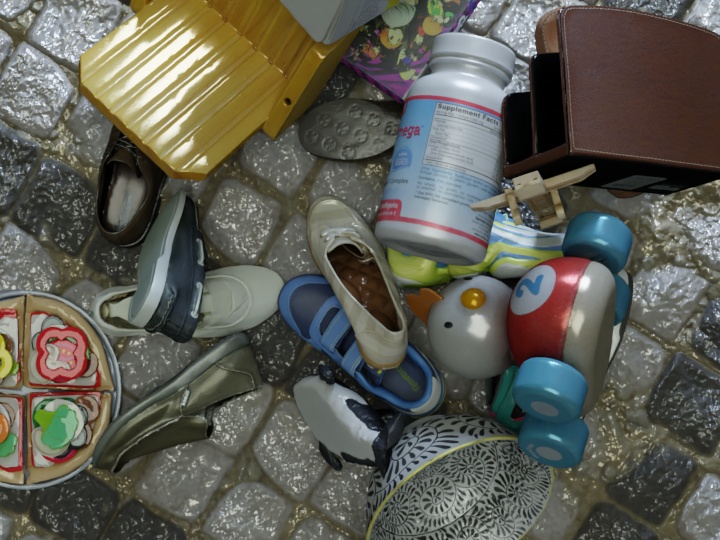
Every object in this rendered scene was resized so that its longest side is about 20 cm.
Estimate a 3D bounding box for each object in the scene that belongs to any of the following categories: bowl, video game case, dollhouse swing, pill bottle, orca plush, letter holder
[{"bbox_3d":[0.080,0.204,1.269,0.199,0.201,0.095,-31,45,0],"label":"bowl"},{"bbox_3d":[0.017,-0.293,1.300,0.199,0.036,0.182,36,88,11],"label":"video game case"},{"bbox_3d":[-0.143,-0.222,1.236,0.200,0.176,0.182,43,134,4],"label":"dollhouse swing"},{"bbox_3d":[0.086,-0.114,1.229,0.107,0.109,0.203,13,82,1],"label":"pill bottle"},{"bbox_3d":[0.006,0.135,1.251,0.070,0.200,0.107,-14,92,-24],"label":"orca plush"},{"bbox_3d":[0.236,-0.156,1.198,0.198,0.100,0.144,3,80,-29],"label":"letter holder"}]

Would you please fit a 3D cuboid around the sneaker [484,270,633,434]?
[{"bbox_3d":[0.181,0.073,1.294,0.120,0.084,0.202,24,91,-9],"label":"sneaker"}]

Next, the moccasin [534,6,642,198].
[{"bbox_3d":[0.233,-0.167,1.293,0.073,0.078,0.204,-20,90,0],"label":"moccasin"}]

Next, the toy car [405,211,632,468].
[{"bbox_3d":[0.128,0.048,1.184,0.197,0.178,0.186,13,61,18],"label":"toy car"}]

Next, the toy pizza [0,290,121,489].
[{"bbox_3d":[-0.342,0.122,1.321,0.197,0.032,0.203,0,90,0],"label":"toy pizza"}]

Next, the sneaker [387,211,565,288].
[{"bbox_3d":[0.121,-0.043,1.295,0.197,0.076,0.107,-6,89,1],"label":"sneaker"}]

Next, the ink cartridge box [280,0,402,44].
[{"bbox_3d":[0.002,-0.321,1.203,0.199,0.084,0.145,-37,79,-29],"label":"ink cartridge box"}]

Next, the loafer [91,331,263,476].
[{"bbox_3d":[-0.179,0.144,1.297,0.199,0.075,0.070,-38,85,0],"label":"loafer"}]

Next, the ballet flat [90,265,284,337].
[{"bbox_3d":[-0.174,0.036,1.303,0.197,0.069,0.071,-6,90,0],"label":"ballet flat"}]

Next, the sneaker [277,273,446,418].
[{"bbox_3d":[0.004,0.072,1.293,0.199,0.082,0.074,36,92,2],"label":"sneaker"}]

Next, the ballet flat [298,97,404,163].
[{"bbox_3d":[0.036,-0.147,1.317,0.197,0.046,0.068,-10,84,5],"label":"ballet flat"}]

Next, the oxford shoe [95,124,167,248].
[{"bbox_3d":[-0.219,-0.123,1.296,0.072,0.084,0.203,8,88,2],"label":"oxford shoe"}]

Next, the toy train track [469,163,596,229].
[{"bbox_3d":[0.165,-0.054,1.180,0.113,0.200,0.033,-18,80,12],"label":"toy train track"}]

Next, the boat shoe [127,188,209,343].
[{"bbox_3d":[-0.178,-0.003,1.259,0.060,0.201,0.076,30,125,-19],"label":"boat shoe"}]

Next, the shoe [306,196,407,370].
[{"bbox_3d":[0.000,0.000,1.270,0.069,0.054,0.201,-17,60,-14],"label":"shoe"}]
